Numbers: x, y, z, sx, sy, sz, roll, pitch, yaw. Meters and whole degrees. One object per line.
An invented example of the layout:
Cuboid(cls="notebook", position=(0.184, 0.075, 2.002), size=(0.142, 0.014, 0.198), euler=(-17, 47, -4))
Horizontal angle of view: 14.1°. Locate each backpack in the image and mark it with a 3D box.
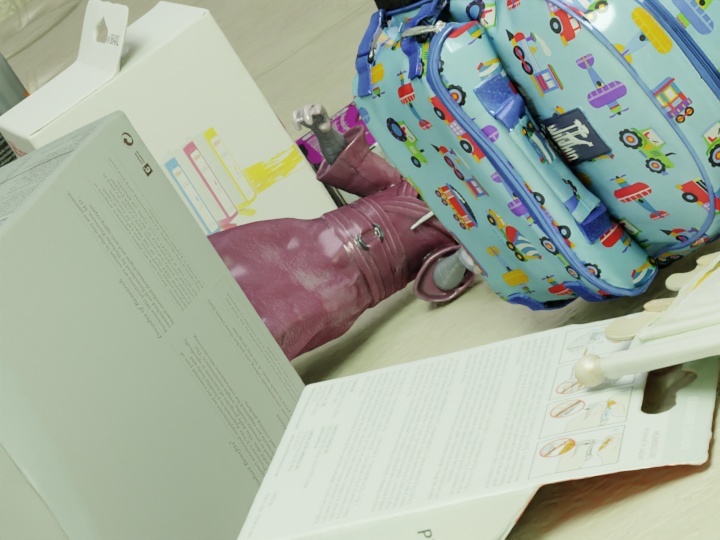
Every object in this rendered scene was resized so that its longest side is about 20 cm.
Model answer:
Cuboid(cls="backpack", position=(0.110, -0.079, 1.273), size=(0.134, 0.183, 0.200), euler=(-42, 14, -20))

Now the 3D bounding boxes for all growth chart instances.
Cuboid(cls="growth chart", position=(0.187, -0.012, 1.194), size=(0.200, 0.018, 0.144), euler=(-35, 12, -31))

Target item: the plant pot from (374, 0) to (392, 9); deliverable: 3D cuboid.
Cuboid(cls="plant pot", position=(0.088, -0.273, 1.956), size=(0.199, 0.178, 0.200), euler=(-38, 16, -14))

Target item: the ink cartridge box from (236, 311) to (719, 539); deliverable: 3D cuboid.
Cuboid(cls="ink cartridge box", position=(0.058, 0.080, 1.214), size=(0.199, 0.050, 0.162), euler=(-10, 21, 15))

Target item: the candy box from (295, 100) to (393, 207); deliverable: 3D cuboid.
Cuboid(cls="candy box", position=(0.065, -0.098, 1.680), size=(0.199, 0.061, 0.136), euler=(-34, 14, -3))

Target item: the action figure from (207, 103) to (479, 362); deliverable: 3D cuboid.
Cuboid(cls="action figure", position=(0.000, 0.000, 1.511), size=(0.199, 0.134, 0.149), euler=(-25, -31, -16))

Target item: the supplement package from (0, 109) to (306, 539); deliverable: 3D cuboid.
Cuboid(cls="supplement package", position=(-0.153, 0.071, 1.360), size=(0.147, 0.192, 0.200), euler=(-24, 17, 36))

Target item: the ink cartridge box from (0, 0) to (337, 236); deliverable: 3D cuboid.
Cuboid(cls="ink cartridge box", position=(-0.109, -0.055, 1.640), size=(0.125, 0.201, 0.128), euler=(-36, 15, -10))

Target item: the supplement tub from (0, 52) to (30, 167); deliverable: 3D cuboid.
Cuboid(cls="supplement tub", position=(-0.232, -0.037, 1.848), size=(0.122, 0.201, 0.123), euler=(-30, 16, 10))
